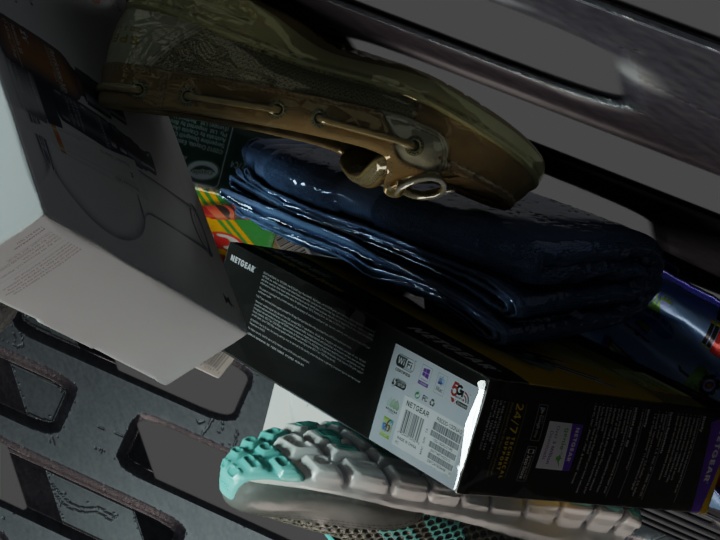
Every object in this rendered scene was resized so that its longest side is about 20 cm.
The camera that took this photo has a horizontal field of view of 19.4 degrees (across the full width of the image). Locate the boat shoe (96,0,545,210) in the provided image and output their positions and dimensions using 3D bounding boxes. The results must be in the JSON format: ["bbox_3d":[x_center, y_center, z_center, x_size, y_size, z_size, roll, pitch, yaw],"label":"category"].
[{"bbox_3d":[-0.014,-0.062,0.893,0.199,0.064,0.073,23,173,-25],"label":"boat shoe"}]

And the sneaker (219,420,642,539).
[{"bbox_3d":[0.028,0.124,0.924,0.198,0.092,0.078,13,-172,-20],"label":"sneaker"}]

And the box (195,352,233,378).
[{"bbox_3d":[-0.131,0.001,1.069,0.199,0.042,0.039,29,-166,-47],"label":"box"}]

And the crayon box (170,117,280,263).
[{"bbox_3d":[-0.107,-0.032,1.139,0.126,0.051,0.200,14,158,-3],"label":"crayon box"}]

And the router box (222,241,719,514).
[{"bbox_3d":[0.047,0.047,0.960,0.156,0.053,0.199,9,-169,-40],"label":"router box"}]

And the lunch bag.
[{"bbox_3d":[0.125,0.031,1.102,0.199,0.094,0.151,36,175,-2],"label":"lunch bag"}]

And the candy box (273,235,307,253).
[{"bbox_3d":[0.000,0.046,1.268,0.201,0.055,0.115,63,180,10],"label":"candy box"}]

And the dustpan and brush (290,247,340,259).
[{"bbox_3d":[0.000,0.000,1.099,0.140,0.057,0.200,50,-174,18],"label":"dustpan and brush"}]

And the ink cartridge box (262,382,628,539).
[{"bbox_3d":[0.062,0.098,1.066,0.198,0.068,0.117,11,-170,-28],"label":"ink cartridge box"}]

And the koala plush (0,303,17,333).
[{"bbox_3d":[-0.275,-0.074,1.371,0.199,0.184,0.177,35,174,5],"label":"koala plush"}]

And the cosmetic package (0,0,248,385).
[{"bbox_3d":[-0.131,-0.066,0.873,0.151,0.051,0.201,37,-154,-58],"label":"cosmetic package"}]

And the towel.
[{"bbox_3d":[0.037,-0.018,0.980,0.111,0.049,0.199,-5,-161,-44],"label":"towel"}]
